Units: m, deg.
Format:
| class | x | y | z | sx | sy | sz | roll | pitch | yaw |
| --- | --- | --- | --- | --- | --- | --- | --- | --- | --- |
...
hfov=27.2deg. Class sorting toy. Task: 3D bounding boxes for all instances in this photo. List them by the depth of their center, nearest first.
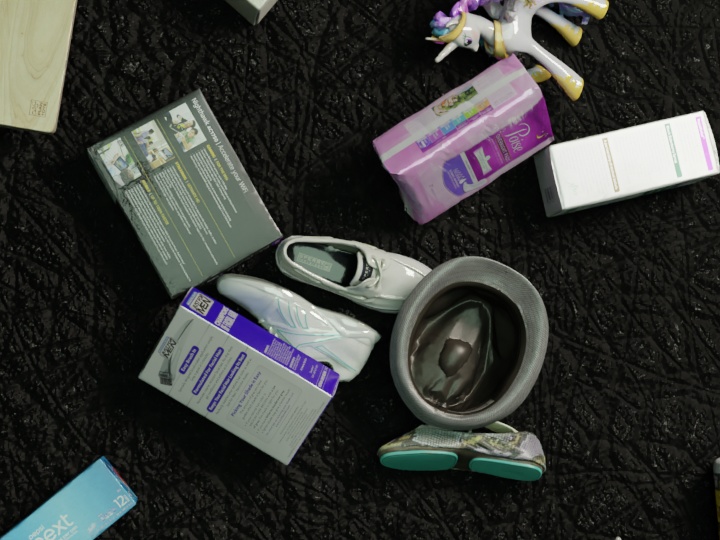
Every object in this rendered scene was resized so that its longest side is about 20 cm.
| class | x | y | z | sx | sy | sz | roll | pitch | yaw |
| --- | --- | --- | --- | --- | --- | --- | --- | --- | --- |
| sorting toy | -0.428 | -0.265 | 1.687 | 0.198 | 0.070 | 0.201 | 9 | 86 | -6 |

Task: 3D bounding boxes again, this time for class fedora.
| class | x | y | z | sx | sy | sz | roll | pitch | yaw |
| --- | --- | --- | --- | --- | --- | --- | --- | --- | --- |
| fedora | 0.119 | 0.087 | 1.725 | 0.176 | 0.090 | 0.201 | 20 | 84 | -5 |

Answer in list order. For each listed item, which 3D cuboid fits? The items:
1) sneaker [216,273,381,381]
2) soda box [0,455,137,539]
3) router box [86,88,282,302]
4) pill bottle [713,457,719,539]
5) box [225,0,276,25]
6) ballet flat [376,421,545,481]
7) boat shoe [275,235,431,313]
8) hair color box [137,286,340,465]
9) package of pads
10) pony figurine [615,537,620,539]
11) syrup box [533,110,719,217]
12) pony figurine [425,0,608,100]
| class | x | y | z | sx | sy | sz | roll | pitch | yaw |
| --- | --- | --- | --- | --- | --- | --- | --- | --- | --- |
| sneaker | -0.080 | 0.065 | 1.713 | 0.200 | 0.070 | 0.080 | 25 | 91 | -4 |
| soda box | -0.348 | 0.297 | 1.666 | 0.200 | 0.064 | 0.068 | -39 | 91 | -8 |
| router box | -0.202 | -0.086 | 1.714 | 0.149 | 0.051 | 0.200 | -29 | 91 | -10 |
| pill bottle | 0.479 | 0.318 | 1.747 | 0.111 | 0.111 | 0.201 | -5 | 87 | -8 |
| box | -0.167 | -0.389 | 1.724 | 0.200 | 0.078 | 0.095 | 39 | 82 | -3 |
| ballet flat | 0.118 | 0.203 | 1.739 | 0.199 | 0.072 | 0.072 | 6 | 86 | -7 |
| boat shoe | 0.000 | 0.000 | 1.727 | 0.199 | 0.066 | 0.072 | 19 | 84 | -6 |
| hair color box | -0.137 | 0.119 | 1.683 | 0.200 | 0.065 | 0.109 | 31 | 113 | -5 |
| package of pads | 0.121 | -0.149 | 1.712 | 0.200 | 0.121 | 0.076 | -32 | 58 | 0 |
| pony figurine | 0.275 | 0.429 | 1.701 | 0.200 | 0.167 | 0.193 | -31 | 85 | 8 |
| syrup box | 0.316 | -0.126 | 1.769 | 0.199 | 0.079 | 0.082 | -12 | 88 | -8 |
| pony figurine | 0.186 | -0.312 | 1.741 | 0.199 | 0.166 | 0.194 | 16 | 94 | -22 |
